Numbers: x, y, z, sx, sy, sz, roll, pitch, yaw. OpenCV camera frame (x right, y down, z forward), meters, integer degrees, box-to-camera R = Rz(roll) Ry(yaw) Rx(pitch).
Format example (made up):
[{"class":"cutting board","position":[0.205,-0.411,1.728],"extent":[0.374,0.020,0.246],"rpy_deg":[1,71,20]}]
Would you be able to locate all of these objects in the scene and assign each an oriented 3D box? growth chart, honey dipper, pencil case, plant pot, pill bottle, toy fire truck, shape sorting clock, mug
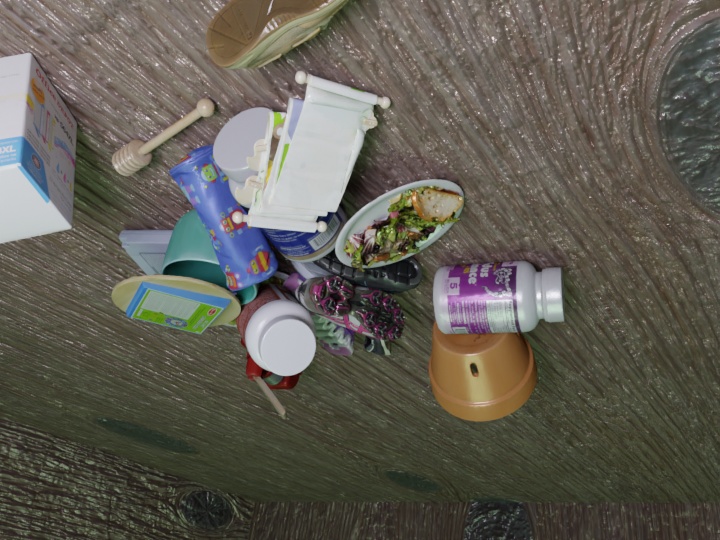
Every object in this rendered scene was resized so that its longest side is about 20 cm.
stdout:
[{"class":"growth chart","position":[-0.062,-0.130,0.757],"extent":[0.143,0.018,0.202],"rpy_deg":[13,115,-34]},{"class":"honey dipper","position":[-0.258,-0.175,0.854],"extent":[0.198,0.039,0.038],"rpy_deg":[-18,142,36]},{"class":"pencil case","position":[-0.186,-0.070,0.888],"extent":[0.086,0.077,0.203],"rpy_deg":[11,129,59]},{"class":"plant pot","position":[0.208,0.141,1.153],"extent":[0.196,0.202,0.142],"rpy_deg":[-4,132,20]},{"class":"pill bottle","position":[-0.134,0.094,1.030],"extent":[0.110,0.114,0.200],"rpy_deg":[20,-176,-20]},{"class":"toy fire truck","position":[-0.178,0.213,1.346],"extent":[0.126,0.203,0.177],"rpy_deg":[-3,149,20]},{"class":"shape sorting clock","position":[-0.285,0.049,1.014],"extent":[0.196,0.040,0.201],"rpy_deg":[4,153,2]},{"class":"mug","position":[-0.239,-0.028,1.027],"extent":[0.181,0.116,0.152],"rpy_deg":[-3,150,21]},{"class":"pill bottle","position":[-0.102,-0.108,0.848],"extent":[0.114,0.118,0.201],"rpy_deg":[-4,148,22]},{"class":"pill bottle","position":[0.222,0.042,1.033],"extent":[0.196,0.114,0.113],"rpy_deg":[-4,149,20]}]

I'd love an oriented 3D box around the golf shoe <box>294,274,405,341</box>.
[{"class":"golf shoe","position":[-0.013,0.057,1.044],"extent":[0.198,0.074,0.091],"rpy_deg":[27,164,-32]}]

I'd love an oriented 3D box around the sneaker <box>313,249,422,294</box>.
[{"class":"sneaker","position":[0.000,0.000,1.055],"extent":[0.197,0.077,0.079],"rpy_deg":[18,152,-17]}]

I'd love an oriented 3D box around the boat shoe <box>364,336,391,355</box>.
[{"class":"boat shoe","position":[0.023,0.117,1.259],"extent":[0.061,0.074,0.201],"rpy_deg":[0,155,9]}]

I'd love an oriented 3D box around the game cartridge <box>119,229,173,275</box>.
[{"class":"game cartridge","position":[-0.328,-0.010,1.165],"extent":[0.131,0.041,0.201],"rpy_deg":[5,151,14]}]

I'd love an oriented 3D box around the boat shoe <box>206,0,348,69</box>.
[{"class":"boat shoe","position":[-0.062,-0.261,0.631],"extent":[0.197,0.073,0.064],"rpy_deg":[-20,176,28]}]

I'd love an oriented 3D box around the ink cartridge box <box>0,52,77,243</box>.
[{"class":"ink cartridge box","position":[-0.433,-0.156,0.788],"extent":[0.123,0.203,0.129],"rpy_deg":[-11,151,-2]}]

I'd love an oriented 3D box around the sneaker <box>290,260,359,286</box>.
[{"class":"sneaker","position":[-0.053,0.017,1.100],"extent":[0.070,0.074,0.199],"rpy_deg":[-22,139,37]}]

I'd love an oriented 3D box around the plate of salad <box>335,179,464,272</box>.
[{"class":"plate of salad","position":[0.059,-0.053,0.906],"extent":[0.197,0.049,0.201],"rpy_deg":[-20,155,-10]}]

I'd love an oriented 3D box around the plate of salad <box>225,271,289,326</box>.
[{"class":"plate of salad","position":[-0.200,0.063,1.195],"extent":[0.196,0.049,0.201],"rpy_deg":[-8,148,-5]}]

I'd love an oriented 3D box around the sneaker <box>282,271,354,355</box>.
[{"class":"sneaker","position":[-0.066,0.065,1.185],"extent":[0.079,0.089,0.201],"rpy_deg":[-1,138,41]}]
